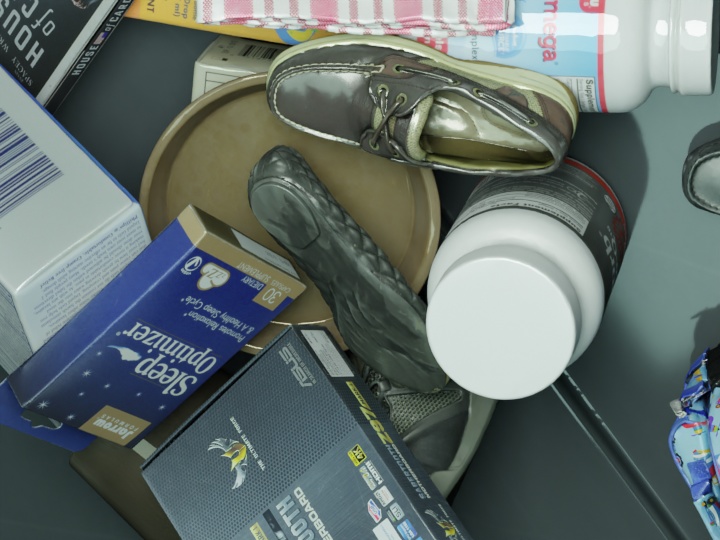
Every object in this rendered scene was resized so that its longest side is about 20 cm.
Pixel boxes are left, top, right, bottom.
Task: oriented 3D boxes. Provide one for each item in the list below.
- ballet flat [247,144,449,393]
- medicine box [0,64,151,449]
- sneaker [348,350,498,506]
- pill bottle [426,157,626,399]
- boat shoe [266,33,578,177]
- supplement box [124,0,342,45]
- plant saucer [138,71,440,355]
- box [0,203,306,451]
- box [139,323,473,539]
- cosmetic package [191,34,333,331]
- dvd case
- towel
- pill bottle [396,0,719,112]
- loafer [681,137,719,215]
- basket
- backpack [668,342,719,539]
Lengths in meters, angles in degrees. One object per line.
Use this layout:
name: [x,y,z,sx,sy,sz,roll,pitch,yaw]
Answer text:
ballet flat: [0.000,0.000,1.460,0.066,0.057,0.200,-23,116,32]
medicine box: [-0.221,-0.012,1.506,0.182,0.103,0.200,43,160,29]
sneaker: [0.026,0.110,1.536,0.114,0.200,0.076,22,151,5]
pill bottle: [0.107,0.004,1.465,0.115,0.200,0.116,5,111,12]
boat shoe: [0.036,-0.100,1.404,0.199,0.065,0.073,6,121,5]
supplement box: [-0.063,-0.193,1.509,0.199,0.069,0.067,9,110,9]
plant saucer: [-0.046,-0.038,1.485,0.199,0.029,0.201,1,110,3]
box: [-0.141,0.050,1.447,0.200,0.121,0.032,-42,57,13]
box: [-0.034,0.160,1.469,0.158,0.051,0.200,-43,68,22]
cosmetic package: [-0.066,-0.052,1.548,0.103,0.087,0.201,10,110,6]
dvd case: [-0.209,-0.217,1.512,0.150,0.025,0.200,53,124,19]
towel: [-0.002,-0.220,1.390,0.199,0.030,0.147,1,82,-6]
pill bottle: [0.129,-0.157,1.453,0.199,0.109,0.109,2,110,12]
loafer: [0.309,-0.053,1.467,0.200,0.070,0.068,5,110,12]
basket: [-0.095,0.151,1.607,0.200,0.136,0.181,36,106,3]
backpack: [0.285,0.138,1.470,0.134,0.200,0.183,-25,103,20]
